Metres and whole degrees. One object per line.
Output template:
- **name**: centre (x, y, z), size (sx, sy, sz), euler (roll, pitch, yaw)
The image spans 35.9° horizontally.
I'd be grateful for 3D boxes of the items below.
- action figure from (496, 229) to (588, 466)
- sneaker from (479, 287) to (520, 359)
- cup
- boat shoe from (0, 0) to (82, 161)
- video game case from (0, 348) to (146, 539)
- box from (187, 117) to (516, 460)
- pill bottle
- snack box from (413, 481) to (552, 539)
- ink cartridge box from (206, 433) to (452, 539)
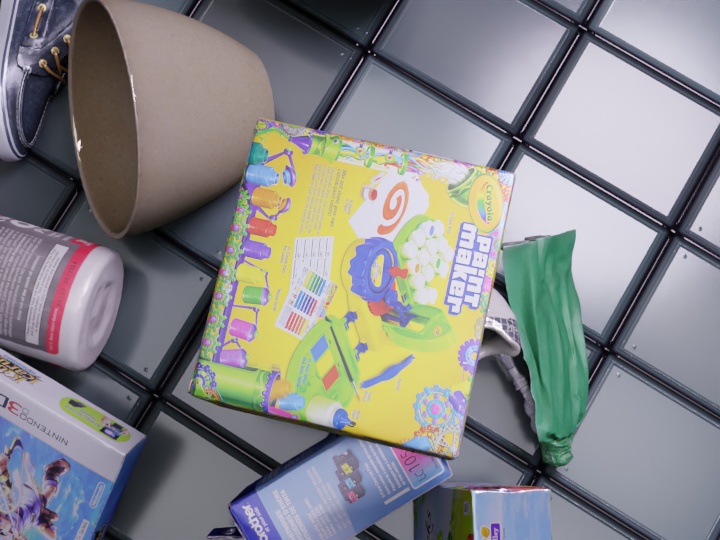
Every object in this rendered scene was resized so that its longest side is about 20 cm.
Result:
- **action figure**: centre (0.160, 0.072, 0.964), size (0.117, 0.054, 0.203), euler (-11, 95, -44)
- **sneaker**: centre (0.030, 0.065, 0.898), size (0.198, 0.077, 0.081), euler (-23, 52, -2)
- **cup**: centre (-0.158, -0.136, 0.964), size (0.142, 0.200, 0.203), euler (-9, 80, -27)
- **boat shoe**: centre (-0.285, -0.199, 1.021), size (0.090, 0.071, 0.203), euler (2, 79, 6)
- **video game case**: centre (-0.298, 0.182, 0.936), size (0.180, 0.045, 0.202), euler (29, 108, 7)
- **box**: centre (-0.002, 0.019, 0.815), size (0.190, 0.122, 0.203), euler (13, 80, 5)
- **pill bottle**: centre (-0.318, 0.009, 0.970), size (0.197, 0.111, 0.112), euler (16, 82, 4)
- **snack box**: centre (0.092, 0.254, 0.872), size (0.067, 0.200, 0.171), euler (1, 80, -9)
- **ink cartridge box**: centre (-0.029, 0.184, 0.920), size (0.199, 0.136, 0.077), euler (-32, 85, -3)
